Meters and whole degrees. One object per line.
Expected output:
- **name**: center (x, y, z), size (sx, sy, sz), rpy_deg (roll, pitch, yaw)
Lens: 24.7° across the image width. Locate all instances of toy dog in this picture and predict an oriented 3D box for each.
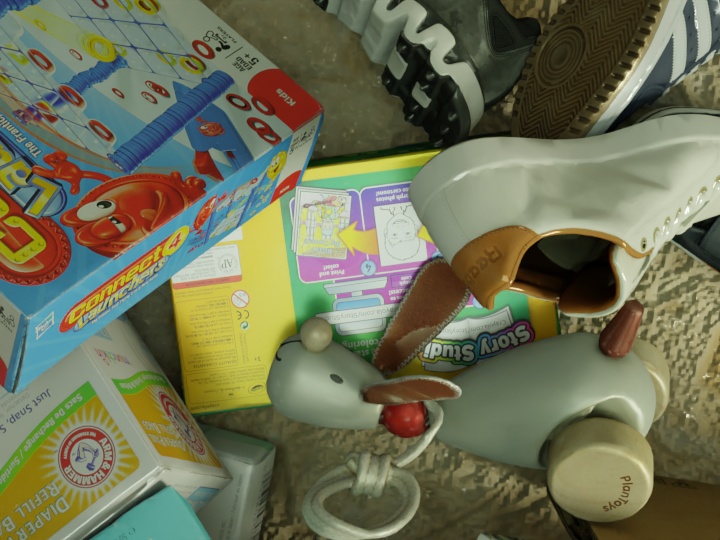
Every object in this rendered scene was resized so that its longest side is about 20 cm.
- **toy dog**: center (0.059, 0.047, 0.774), size (0.198, 0.132, 0.097), rpy_deg (-3, 123, -10)

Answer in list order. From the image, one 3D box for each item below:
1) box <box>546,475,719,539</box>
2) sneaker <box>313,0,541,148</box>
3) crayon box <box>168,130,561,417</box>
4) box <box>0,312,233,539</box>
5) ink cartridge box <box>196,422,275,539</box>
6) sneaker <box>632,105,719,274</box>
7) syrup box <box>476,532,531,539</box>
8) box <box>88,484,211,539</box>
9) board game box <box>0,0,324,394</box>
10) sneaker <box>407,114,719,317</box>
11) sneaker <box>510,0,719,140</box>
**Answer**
- **box**: center (0.200, 0.135, 0.816), size (0.198, 0.164, 0.022), rpy_deg (9, 96, -2)
- **sneaker**: center (0.018, -0.160, 0.829), size (0.090, 0.067, 0.201), rpy_deg (-33, 80, -24)
- **crayon box**: center (0.000, 0.000, 0.849), size (0.198, 0.058, 0.120), rpy_deg (-7, 98, 0)
- **box**: center (-0.167, 0.049, 0.796), size (0.101, 0.112, 0.201), rpy_deg (-37, 74, 4)
- **ink cartridge box**: center (-0.157, 0.149, 0.882), size (0.198, 0.050, 0.163), rpy_deg (14, 98, 12)
- **sneaker**: center (0.223, -0.016, 0.841), size (0.199, 0.079, 0.079), rpy_deg (33, 97, -3)
- **syrup box**: center (0.114, 0.187, 0.802), size (0.078, 0.199, 0.082), rpy_deg (31, 95, 34)
- **box**: center (-0.061, 0.201, 0.710), size (0.082, 0.049, 0.201), rpy_deg (-33, 75, -7)
- **board game box**: center (-0.152, -0.074, 0.752), size (0.200, 0.196, 0.056), rpy_deg (40, 140, 12)
- **sneaker**: center (0.119, -0.017, 0.757), size (0.198, 0.073, 0.085), rpy_deg (-9, 60, -30)
- **sneaker**: center (0.160, -0.120, 0.808), size (0.108, 0.070, 0.201), rpy_deg (27, 95, -39)
